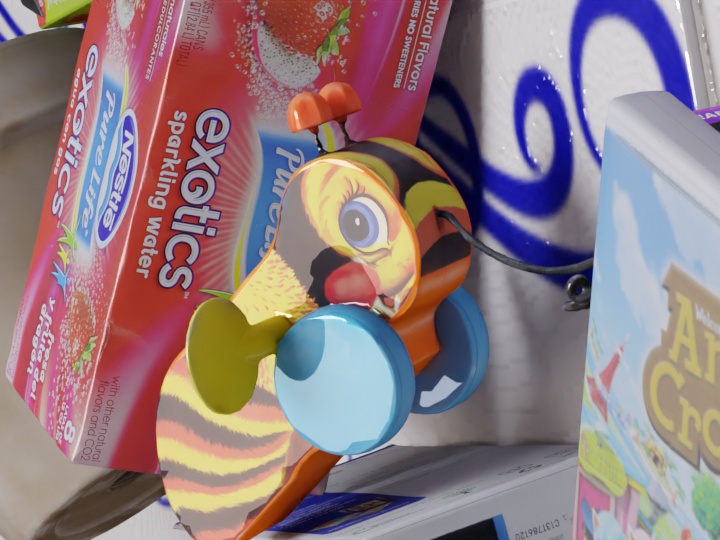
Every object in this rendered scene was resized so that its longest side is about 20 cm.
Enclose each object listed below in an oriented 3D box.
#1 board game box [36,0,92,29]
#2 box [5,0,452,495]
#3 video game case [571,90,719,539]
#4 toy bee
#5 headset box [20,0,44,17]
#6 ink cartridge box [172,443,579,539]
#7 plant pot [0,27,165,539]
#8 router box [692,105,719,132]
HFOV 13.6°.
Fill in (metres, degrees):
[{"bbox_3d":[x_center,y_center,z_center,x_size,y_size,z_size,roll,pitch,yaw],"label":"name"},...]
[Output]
[{"bbox_3d":[-0.124,-0.213,1.309,0.101,0.047,0.202,170,89,-69],"label":"board game box"},{"bbox_3d":[-0.047,-0.033,1.055,0.095,0.099,0.201,39,117,62],"label":"box"},{"bbox_3d":[0.109,0.076,0.759,0.200,0.022,0.183,-133,39,-54],"label":"video game case"},{"bbox_3d":[0.000,0.000,0.970,0.109,0.199,0.131,58,-167,7],"label":"toy bee"},{"bbox_3d":[-0.159,-0.197,1.189,0.149,0.077,0.201,-144,39,-72],"label":"headset box"},{"bbox_3d":[0.012,0.091,1.048,0.200,0.099,0.039,-6,103,69],"label":"ink cartridge box"},{"bbox_3d":[-0.144,0.023,1.322,0.174,0.199,0.200,55,153,12],"label":"plant pot"},{"bbox_3d":[0.118,0.073,0.839,0.149,0.051,0.201,-132,37,-55],"label":"router box"}]
